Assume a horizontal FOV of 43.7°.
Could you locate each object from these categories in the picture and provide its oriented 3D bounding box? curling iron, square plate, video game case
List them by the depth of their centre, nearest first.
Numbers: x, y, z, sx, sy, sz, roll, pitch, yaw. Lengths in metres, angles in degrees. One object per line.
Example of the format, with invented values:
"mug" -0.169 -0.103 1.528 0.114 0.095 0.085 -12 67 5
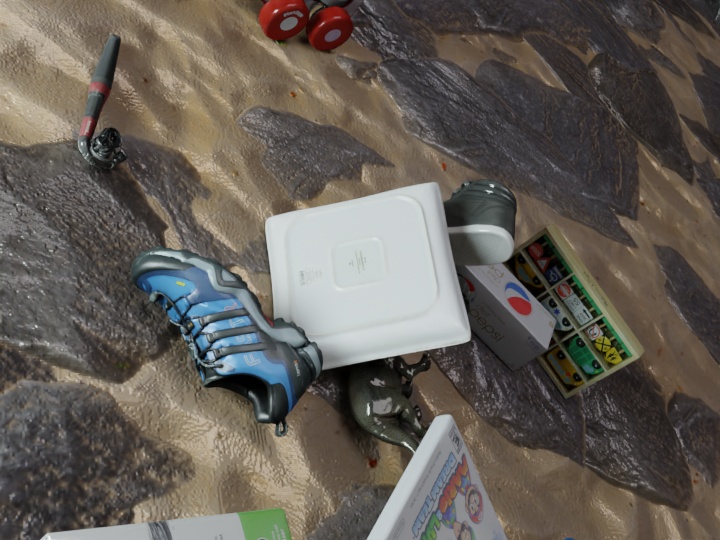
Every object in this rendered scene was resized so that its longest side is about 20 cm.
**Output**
"video game case" 0.079 0.268 0.843 0.183 0.024 0.200 65 34 -18
"curling iron" -0.262 -0.177 0.921 0.050 0.025 0.201 43 28 -45
"square plate" 0.000 0.000 0.924 0.029 0.196 0.202 73 7 -56

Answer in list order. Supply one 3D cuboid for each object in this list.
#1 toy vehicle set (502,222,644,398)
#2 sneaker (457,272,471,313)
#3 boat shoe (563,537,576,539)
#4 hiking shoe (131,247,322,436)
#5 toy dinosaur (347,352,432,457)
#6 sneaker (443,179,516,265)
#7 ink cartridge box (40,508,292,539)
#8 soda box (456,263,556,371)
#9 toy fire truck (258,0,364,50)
"toy vehicle set" 0.259 0.054 1.169 0.201 0.124 0.026 55 38 6
"sneaker" 0.061 0.018 1.039 0.200 0.079 0.076 35 79 -49
"boat shoe" 0.197 0.364 0.903 0.084 0.069 0.201 32 40 -9
"hiking shoe" -0.128 0.057 0.809 0.199 0.074 0.087 35 52 -6
"toy dinosaur" 0.022 0.128 0.929 0.101 0.077 0.202 12 55 -21
"sneaker" 0.095 -0.059 1.060 0.100 0.198 0.071 -61 144 -42
"ink cartridge box" -0.135 0.260 0.637 0.199 0.084 0.147 7 54 -42
"soda box" 0.156 0.028 1.137 0.200 0.064 0.068 46 38 -7
"toy fire truck" -0.055 -0.394 1.187 0.199 0.168 0.113 -1 61 -45
